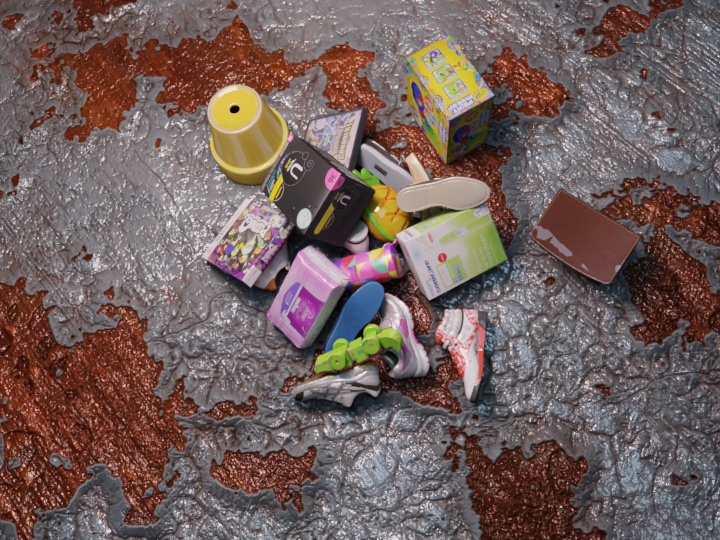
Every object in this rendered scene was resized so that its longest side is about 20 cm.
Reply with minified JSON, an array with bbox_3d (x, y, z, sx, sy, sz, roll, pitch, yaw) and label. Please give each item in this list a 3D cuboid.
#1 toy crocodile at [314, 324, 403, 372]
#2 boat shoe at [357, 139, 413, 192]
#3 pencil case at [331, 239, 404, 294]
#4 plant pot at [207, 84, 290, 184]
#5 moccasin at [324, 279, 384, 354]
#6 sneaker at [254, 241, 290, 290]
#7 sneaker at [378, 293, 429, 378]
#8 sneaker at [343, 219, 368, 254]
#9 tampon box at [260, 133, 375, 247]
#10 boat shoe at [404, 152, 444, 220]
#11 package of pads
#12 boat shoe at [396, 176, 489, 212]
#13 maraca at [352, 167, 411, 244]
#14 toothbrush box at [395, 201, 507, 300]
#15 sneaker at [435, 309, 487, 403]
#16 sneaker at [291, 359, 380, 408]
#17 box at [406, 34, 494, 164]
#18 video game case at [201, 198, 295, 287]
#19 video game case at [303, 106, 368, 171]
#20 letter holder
[{"bbox_3d":[-0.007,0.169,1.296,0.198,0.068,0.062,-25,106,13],"label":"toy crocodile"},{"bbox_3d":[0.077,-0.240,1.491,0.198,0.074,0.068,36,49,5],"label":"boat shoe"},{"bbox_3d":[0.000,0.000,1.385,0.198,0.088,0.089,-17,69,17],"label":"pencil case"},{"bbox_3d":[-0.277,-0.338,1.496,0.198,0.189,0.203,-2,70,5],"label":"plant pot"},{"bbox_3d":[-0.024,0.100,1.357,0.080,0.068,0.201,36,99,-12],"label":"moccasin"},{"bbox_3d":[-0.195,-0.043,1.464,0.084,0.073,0.202,30,65,-21],"label":"sneaker"},{"bbox_3d":[0.072,0.143,1.342,0.087,0.082,0.202,-15,68,-25],"label":"sneaker"},{"bbox_3d":[-0.046,-0.105,1.458,0.076,0.081,0.200,-30,51,-10],"label":"sneaker"},{"bbox_3d":[-0.097,-0.176,1.365,0.200,0.126,0.151,43,107,38],"label":"tampon box"},{"bbox_3d":[0.139,-0.167,1.419,0.069,0.074,0.201,-24,109,8],"label":"boat shoe"},{"bbox_3d":[-0.113,0.059,1.350,0.120,0.075,0.201,41,124,16],"label":"package of pads"},{"bbox_3d":[0.179,-0.167,1.341,0.198,0.060,0.073,-6,110,17],"label":"boat shoe"},{"bbox_3d":[0.046,-0.148,1.429,0.107,0.137,0.201,-34,85,30],"label":"maraca"},{"bbox_3d":[0.200,-0.051,1.373,0.198,0.086,0.147,-26,108,-3],"label":"toothbrush box"},{"bbox_3d":[0.211,0.179,1.339,0.107,0.067,0.204,6,69,9],"label":"sneaker"},{"bbox_3d":[-0.051,0.260,1.333,0.198,0.076,0.089,-18,91,11],"label":"sneaker"},{"bbox_3d":[0.206,-0.396,1.462,0.121,0.200,0.194,-29,70,-5],"label":"box"},{"bbox_3d":[-0.258,-0.069,1.432,0.199,0.036,0.182,24,75,46],"label":"video game case"},{"bbox_3d":[-0.077,-0.288,1.499,0.179,0.025,0.202,-2,68,38],"label":"video game case"},{"bbox_3d":[0.482,-0.057,1.375,0.199,0.101,0.143,34,80,15],"label":"letter holder"}]
